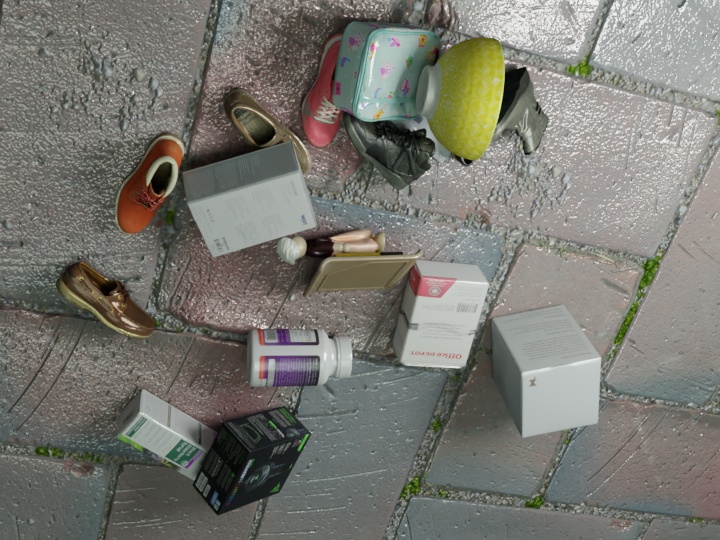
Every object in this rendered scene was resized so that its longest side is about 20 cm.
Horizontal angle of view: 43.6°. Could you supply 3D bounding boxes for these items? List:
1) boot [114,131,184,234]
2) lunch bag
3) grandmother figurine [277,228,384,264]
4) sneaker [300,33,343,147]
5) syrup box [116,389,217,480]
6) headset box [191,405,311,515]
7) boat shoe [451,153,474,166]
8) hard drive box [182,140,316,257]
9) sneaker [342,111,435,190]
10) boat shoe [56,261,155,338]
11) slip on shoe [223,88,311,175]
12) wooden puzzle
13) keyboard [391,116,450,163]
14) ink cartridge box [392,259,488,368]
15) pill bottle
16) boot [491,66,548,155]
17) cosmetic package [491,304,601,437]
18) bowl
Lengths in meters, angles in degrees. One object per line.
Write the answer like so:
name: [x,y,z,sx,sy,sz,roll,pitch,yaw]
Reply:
boot: [-0.368,-0.133,1.548,0.075,0.108,0.201,22,114,-24]
lunch bag: [0.047,-0.325,1.491,0.199,0.077,0.162,-11,120,-46]
grandmother figurine: [-0.061,-0.044,1.662,0.198,0.121,0.061,-3,78,-27]
sneaker: [-0.054,-0.297,1.530,0.073,0.087,0.202,9,117,-15]
syrup box: [-0.386,0.334,1.823,0.200,0.082,0.079,38,107,-26]
headset box: [-0.216,0.383,1.834,0.199,0.093,0.175,-4,128,-54]
boat shoe: [0.206,-0.282,1.603,0.072,0.065,0.202,-1,115,-10]
hard drive box: [-0.191,-0.122,1.576,0.198,0.077,0.156,-15,143,-1]
sneaker: [0.058,-0.230,1.576,0.114,0.077,0.199,-27,132,27]
boat shoe: [-0.457,0.056,1.655,0.200,0.072,0.068,36,109,-24]
slip on shoe: [-0.158,-0.229,1.561,0.076,0.061,0.200,-35,122,9]
wooden puzzle: [0.000,0.000,1.679,0.198,0.038,0.185,-7,163,-17]
keyboard: [0.097,-0.270,1.624,0.199,0.011,0.056,36,102,-27]
ink cartridge box: [0.157,0.088,1.795,0.144,0.085,0.202,5,116,-14]
pill bottle: [-0.121,0.171,1.768,0.198,0.112,0.112,1,119,-12]
boot: [0.276,-0.254,1.577,0.067,0.201,0.131,-7,128,41]
cosmetic package: [0.373,0.202,1.837,0.166,0.200,0.168,-9,121,-5]
bowl: [0.151,-0.286,1.467,0.107,0.201,0.202,7,118,-11]
